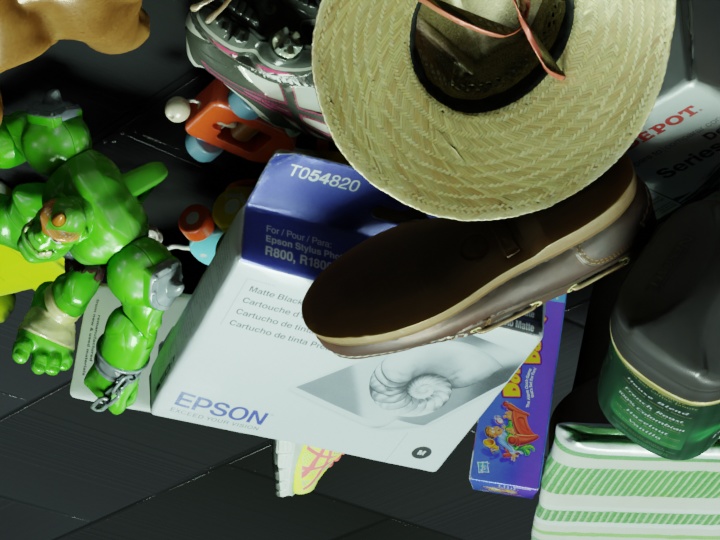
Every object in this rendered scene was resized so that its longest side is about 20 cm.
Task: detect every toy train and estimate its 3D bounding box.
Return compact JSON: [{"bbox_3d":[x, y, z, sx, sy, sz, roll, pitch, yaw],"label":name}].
[{"bbox_3d":[-0.075,-0.063,1.261,0.149,0.056,0.200,18,147,-22],"label":"toy train"}]

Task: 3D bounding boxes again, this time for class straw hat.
[{"bbox_3d":[0.066,-0.134,1.065,0.199,0.085,0.203,-4,116,-7],"label":"straw hat"}]

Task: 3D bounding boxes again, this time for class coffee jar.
[{"bbox_3d":[0.186,0.036,1.134,0.085,0.105,0.200,33,169,13],"label":"coffee jar"}]

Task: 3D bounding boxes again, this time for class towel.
[{"bbox_3d":[0.189,0.144,1.311,0.151,0.024,0.200,1,154,2],"label":"towel"}]

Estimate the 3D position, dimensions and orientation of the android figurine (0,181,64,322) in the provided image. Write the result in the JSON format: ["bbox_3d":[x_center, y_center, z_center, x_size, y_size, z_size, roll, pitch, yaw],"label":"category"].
[{"bbox_3d":[-0.274,-0.019,1.361,0.180,0.041,0.200,-11,152,22],"label":"android figurine"}]

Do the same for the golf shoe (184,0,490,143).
[{"bbox_3d":[-0.006,-0.103,1.132,0.199,0.078,0.088,32,154,-8],"label":"golf shoe"}]

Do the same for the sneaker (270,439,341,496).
[{"bbox_3d":[-0.027,0.123,1.596,0.089,0.079,0.200,-4,155,-6],"label":"sneaker"}]

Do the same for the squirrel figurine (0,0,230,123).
[{"bbox_3d":[-0.129,-0.173,0.957,0.185,0.143,0.200,-9,155,4],"label":"squirrel figurine"}]

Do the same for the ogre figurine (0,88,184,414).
[{"bbox_3d":[-0.176,-0.024,1.215,0.098,0.201,0.120,-3,155,-42],"label":"ogre figurine"}]

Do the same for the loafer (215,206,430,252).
[{"bbox_3d":[0.000,0.000,1.232,0.199,0.072,0.073,-15,145,30],"label":"loafer"}]

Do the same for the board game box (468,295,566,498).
[{"bbox_3d":[0.105,0.079,1.348,0.044,0.136,0.200,9,172,5],"label":"board game box"}]

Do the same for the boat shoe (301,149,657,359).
[{"bbox_3d":[0.068,0.003,1.108,0.198,0.071,0.070,-22,142,9],"label":"boat shoe"}]

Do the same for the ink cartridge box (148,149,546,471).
[{"bbox_3d":[0.001,0.031,1.184,0.198,0.041,0.201,13,134,-21],"label":"ink cartridge box"}]

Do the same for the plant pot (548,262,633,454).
[{"bbox_3d":[0.219,0.056,1.351,0.198,0.176,0.201,0,154,0],"label":"plant pot"}]

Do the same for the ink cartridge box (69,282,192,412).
[{"bbox_3d":[-0.074,0.066,1.378,0.199,0.084,0.146,7,175,37],"label":"ink cartridge box"}]

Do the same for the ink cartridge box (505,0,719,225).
[{"bbox_3d":[0.199,-0.080,1.169,0.199,0.084,0.146,22,145,-35],"label":"ink cartridge box"}]
